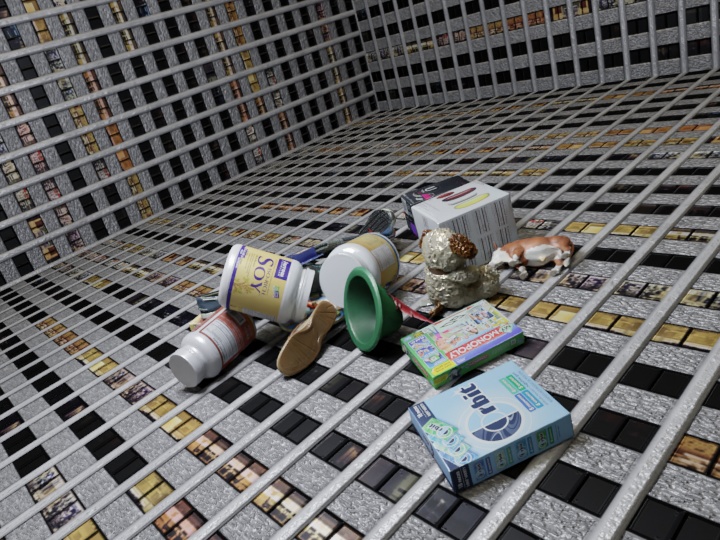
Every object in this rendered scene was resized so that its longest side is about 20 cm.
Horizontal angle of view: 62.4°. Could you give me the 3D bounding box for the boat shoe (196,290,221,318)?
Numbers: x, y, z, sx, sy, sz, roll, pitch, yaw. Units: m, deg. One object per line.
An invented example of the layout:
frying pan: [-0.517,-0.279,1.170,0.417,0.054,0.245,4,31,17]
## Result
boat shoe: [-0.322,0.058,1.520,0.195,0.064,0.075,-20,20,-17]

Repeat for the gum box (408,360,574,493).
gum box: [0.192,0.230,0.908,0.195,0.046,0.170,-22,23,-8]

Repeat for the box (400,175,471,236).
box: [0.233,-0.194,1.771,0.195,0.109,0.123,-19,23,-6]

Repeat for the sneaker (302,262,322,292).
sneaker: [-0.090,0.012,1.532,0.077,0.078,0.199,-1,11,27]

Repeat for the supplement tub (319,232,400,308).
supplement tub: [0.000,0.000,1.401,0.141,0.149,0.199,-5,11,26]

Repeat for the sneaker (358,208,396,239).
sneaker: [0.068,-0.124,1.703,0.091,0.072,0.200,-12,-17,-28]

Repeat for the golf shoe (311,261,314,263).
golf shoe: [-0.188,0.034,1.609,0.086,0.079,0.200,-12,21,36]

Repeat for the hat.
hat: [0.077,0.086,1.269,0.171,0.167,0.204,-4,56,-27]

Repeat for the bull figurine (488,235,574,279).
bull figurine: [0.385,-0.033,1.345,0.194,0.067,0.122,-13,26,18]

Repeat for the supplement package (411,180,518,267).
supplement package: [0.262,-0.111,1.502,0.195,0.151,0.191,-22,22,-9]

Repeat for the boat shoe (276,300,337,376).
boat shoe: [-0.123,0.154,1.302,0.072,0.072,0.202,-37,16,52]

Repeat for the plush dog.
plush dog: [0.184,-0.009,1.292,0.159,0.176,0.198,-31,27,-30]

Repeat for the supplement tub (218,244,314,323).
supplement tub: [-0.212,0.035,1.354,0.194,0.149,0.146,15,22,-5]

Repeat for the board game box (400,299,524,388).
board game box: [0.191,0.134,1.127,0.196,0.030,0.135,-24,31,-14]

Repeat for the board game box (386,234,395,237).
board game box: [0.013,-0.041,1.646,0.197,0.040,0.157,-25,-2,33]

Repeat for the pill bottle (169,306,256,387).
pill bottle: [-0.335,0.170,1.351,0.110,0.115,0.200,-1,27,34]

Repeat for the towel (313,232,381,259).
towel: [-0.064,-0.059,1.656,0.189,0.036,0.198,-13,-4,-36]

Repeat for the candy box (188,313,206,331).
candy box: [-0.344,0.110,1.570,0.112,0.057,0.200,-2,27,29]

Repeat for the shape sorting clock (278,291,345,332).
shape sorting clock: [-0.109,0.095,1.452,0.194,0.040,0.201,-15,23,6]

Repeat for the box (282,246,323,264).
box: [-0.197,-0.019,1.565,0.197,0.033,0.120,-13,11,46]
